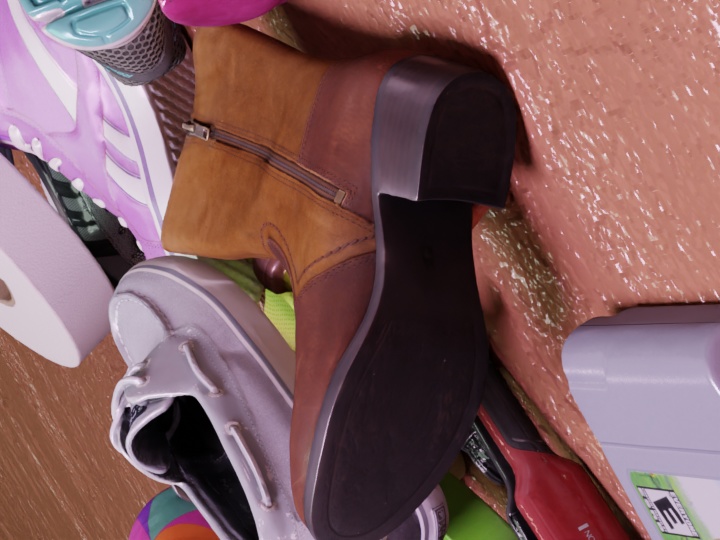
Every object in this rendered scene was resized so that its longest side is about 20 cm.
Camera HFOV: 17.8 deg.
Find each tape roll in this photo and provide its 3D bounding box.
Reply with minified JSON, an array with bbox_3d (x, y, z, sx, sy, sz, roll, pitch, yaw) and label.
[{"bbox_3d":[-0.208,-0.030,1.203,0.203,0.037,0.203,39,163,14],"label":"tape roll"}]

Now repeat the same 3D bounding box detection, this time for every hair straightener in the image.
[{"bbox_3d":[0.062,0.090,1.005,0.200,0.041,0.077,52,161,17],"label":"hair straightener"}]

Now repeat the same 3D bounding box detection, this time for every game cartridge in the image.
[{"bbox_3d":[0.151,0.104,0.810,0.200,0.040,0.133,60,158,-8],"label":"game cartridge"}]

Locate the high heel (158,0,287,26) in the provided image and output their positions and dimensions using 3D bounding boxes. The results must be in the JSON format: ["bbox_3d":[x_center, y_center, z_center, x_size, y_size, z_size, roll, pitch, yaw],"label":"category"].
[{"bbox_3d":[-0.064,-0.117,0.902,0.068,0.096,0.200,62,161,-15],"label":"high heel"}]

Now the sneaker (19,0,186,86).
[{"bbox_3d":[-0.130,-0.161,1.011,0.091,0.077,0.201,55,-167,-62],"label":"sneaker"}]

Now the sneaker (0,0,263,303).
[{"bbox_3d":[-0.125,-0.058,1.125,0.114,0.073,0.201,-22,93,30],"label":"sneaker"}]

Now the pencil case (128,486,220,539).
[{"bbox_3d":[-0.053,0.183,1.173,0.200,0.088,0.089,46,161,55],"label":"pencil case"}]

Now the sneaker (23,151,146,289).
[{"bbox_3d":[-0.127,-0.050,1.207,0.200,0.075,0.114,56,165,13],"label":"sneaker"}]

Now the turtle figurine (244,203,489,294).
[{"bbox_3d":[0.000,0.000,0.974,0.161,0.064,0.200,53,136,33],"label":"turtle figurine"}]

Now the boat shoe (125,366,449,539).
[{"bbox_3d":[-0.052,0.090,1.063,0.200,0.066,0.070,29,125,35],"label":"boat shoe"}]

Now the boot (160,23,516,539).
[{"bbox_3d":[-0.033,-0.002,0.909,0.200,0.068,0.189,15,100,54],"label":"boot"}]

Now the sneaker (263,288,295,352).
[{"bbox_3d":[-0.034,0.066,1.138,0.078,0.090,0.200,49,159,29],"label":"sneaker"}]

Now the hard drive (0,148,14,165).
[{"bbox_3d":[-0.232,-0.157,1.257,0.200,0.042,0.135,-115,14,-46],"label":"hard drive"}]

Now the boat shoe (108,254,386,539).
[{"bbox_3d":[-0.066,0.058,0.962,0.201,0.071,0.070,43,137,44],"label":"boat shoe"}]

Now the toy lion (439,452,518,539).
[{"bbox_3d":[0.067,0.183,1.131,0.192,0.069,0.200,39,155,28],"label":"toy lion"}]
